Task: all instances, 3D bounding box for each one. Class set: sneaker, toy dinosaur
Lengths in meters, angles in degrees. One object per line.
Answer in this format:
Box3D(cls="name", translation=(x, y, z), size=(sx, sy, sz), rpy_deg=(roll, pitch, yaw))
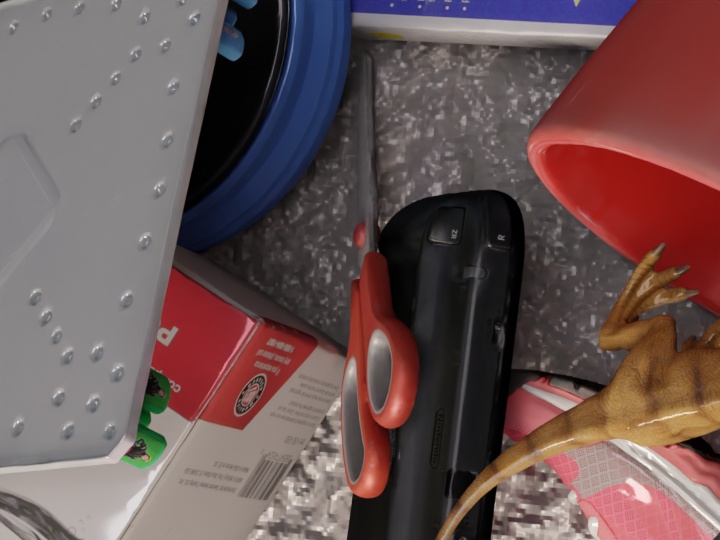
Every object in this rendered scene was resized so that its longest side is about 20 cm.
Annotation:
Box3D(cls="sneaker", translation=(0.121, 0.110, 0.922), size=(0.200, 0.074, 0.087), rpy_deg=(32, 95, 17))
Box3D(cls="toy dinosaur", translation=(0.103, 0.045, 0.856), size=(0.200, 0.106, 0.060), rpy_deg=(-19, 115, 27))

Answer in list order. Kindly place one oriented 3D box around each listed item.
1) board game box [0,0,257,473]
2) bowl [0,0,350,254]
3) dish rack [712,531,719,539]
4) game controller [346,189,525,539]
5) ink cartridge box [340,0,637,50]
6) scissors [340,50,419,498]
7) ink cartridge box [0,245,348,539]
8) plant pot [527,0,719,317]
Box3D(cls="board game box", translation=(-0.130, -0.014, 0.894), size=(0.200, 0.026, 0.200), rpy_deg=(-9, 62, 41))
Box3D(cls="bowl", translation=(-0.101, -0.103, 1.005), size=(0.200, 0.039, 0.201), rpy_deg=(-1, 88, 26))
Box3D(cls="dish rack", translation=(0.169, 0.147, 0.828), size=(0.153, 0.055, 0.200), rpy_deg=(39, 73, 17))
Box3D(cls="game controller", translation=(0.027, 0.067, 0.944), size=(0.042, 0.104, 0.200), rpy_deg=(9, 85, -15))
Box3D(cls="ink cartridge box", translation=(0.050, -0.193, 0.989), size=(0.200, 0.047, 0.198), rpy_deg=(6, 86, 27))
Box3D(cls="scissors", translation=(0.000, 0.000, 0.968), size=(0.014, 0.073, 0.200), rpy_deg=(6, 46, -15))
Box3D(cls="ink cartridge box", translation=(-0.102, 0.091, 0.946), size=(0.083, 0.147, 0.200), rpy_deg=(33, 91, 17))
Box3D(cls="plant pot", translation=(0.189, -0.071, 0.874), size=(0.200, 0.200, 0.178), rpy_deg=(27, 82, 16))
